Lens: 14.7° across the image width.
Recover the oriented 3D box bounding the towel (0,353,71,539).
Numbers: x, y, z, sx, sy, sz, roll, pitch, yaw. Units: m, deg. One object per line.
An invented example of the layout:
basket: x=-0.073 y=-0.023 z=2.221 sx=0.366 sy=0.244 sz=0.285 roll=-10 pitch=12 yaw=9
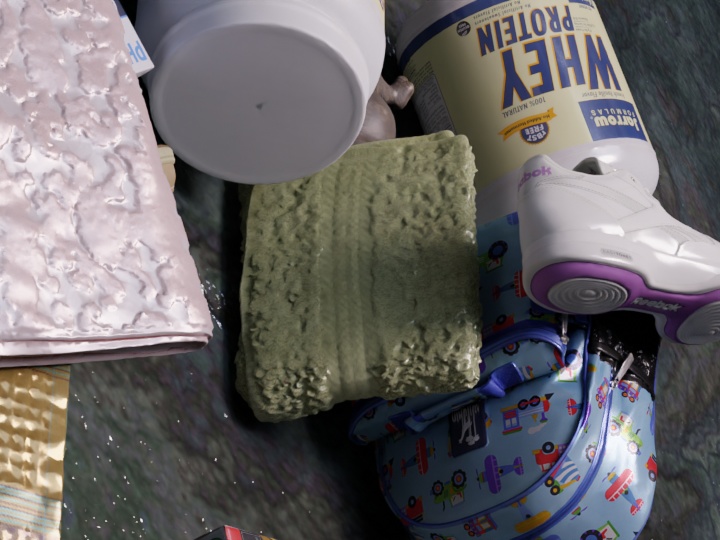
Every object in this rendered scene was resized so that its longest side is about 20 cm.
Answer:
towel: x=-0.195 y=0.046 z=1.267 sx=0.146 sy=0.022 sz=0.201 roll=21 pitch=54 yaw=-31

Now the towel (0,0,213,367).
towel: x=-0.169 y=-0.052 z=1.310 sx=0.190 sy=0.032 sz=0.201 roll=-3 pitch=69 yaw=-43

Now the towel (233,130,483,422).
towel: x=0.000 y=0.000 z=1.615 sx=0.037 sy=0.148 sz=0.201 roll=73 pitch=10 yaw=-46

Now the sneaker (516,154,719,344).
sneaker: x=0.168 y=-0.017 z=1.597 sx=0.199 sy=0.075 sz=0.100 roll=16 pitch=51 yaw=-41

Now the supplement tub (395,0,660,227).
supplement tub: x=0.120 y=-0.095 z=1.923 sx=0.145 sy=0.145 sz=0.201 roll=11 pitch=55 yaw=-59

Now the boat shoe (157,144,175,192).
boat shoe: x=-0.147 y=-0.007 z=1.422 sx=0.065 sy=0.072 sz=0.200 roll=62 pitch=31 yaw=-9

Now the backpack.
backpack: x=0.082 y=0.091 z=1.631 sx=0.135 sy=0.182 sz=0.201 roll=45 pitch=36 yaw=-39

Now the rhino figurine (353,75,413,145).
rhino figurine: x=-0.012 y=-0.114 z=1.793 sx=0.087 sy=0.060 sz=0.201 roll=7 pitch=55 yaw=-48

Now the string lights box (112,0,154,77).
string lights box: x=-0.200 y=-0.177 z=1.502 sx=0.201 sy=0.059 sz=0.103 roll=61 pitch=24 yaw=-2

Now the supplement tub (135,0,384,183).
supplement tub: x=-0.058 y=-0.164 z=1.639 sx=0.145 sy=0.145 sz=0.201 roll=43 pitch=31 yaw=-35

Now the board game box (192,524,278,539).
board game box: x=-0.024 y=0.238 z=1.447 sx=0.126 sy=0.035 sz=0.201 roll=22 pitch=46 yaw=-54
